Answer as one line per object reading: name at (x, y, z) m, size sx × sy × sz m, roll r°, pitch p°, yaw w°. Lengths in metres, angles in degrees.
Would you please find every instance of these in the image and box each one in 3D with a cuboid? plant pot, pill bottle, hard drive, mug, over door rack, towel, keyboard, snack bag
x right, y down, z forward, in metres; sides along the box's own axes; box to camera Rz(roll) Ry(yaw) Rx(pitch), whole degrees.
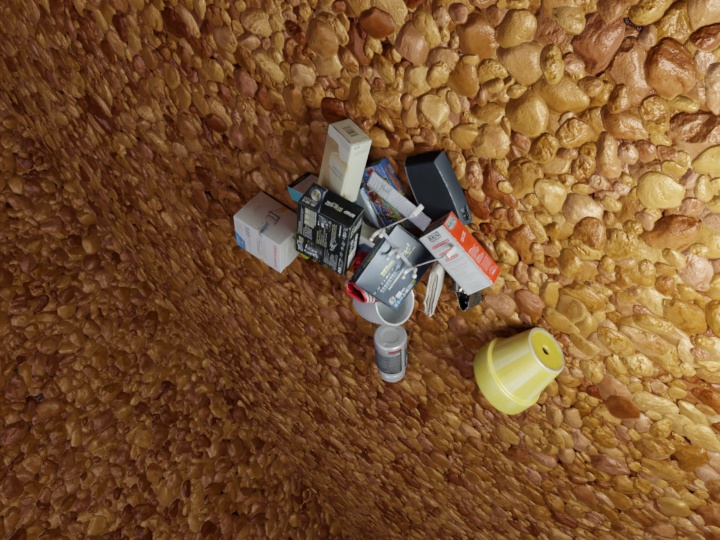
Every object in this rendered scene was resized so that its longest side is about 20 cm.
plant pot at (0.437, 0.255, 1.669) m, size 0.201 × 0.201 × 0.189 m, roll 44°, pitch 131°, yaw -2°
pill bottle at (0.104, 0.282, 2.106) m, size 0.112 × 0.114 × 0.202 m, roll 24°, pitch 142°, yaw 25°
hard drive at (0.190, -0.195, 1.549) m, size 0.133 × 0.042 × 0.202 m, roll 1°, pitch 128°, yaw 46°
mug at (0.039, 0.078, 1.902) m, size 0.198 × 0.150 × 0.174 m, roll 31°, pitch 163°, yaw -28°
over door rack at (0.121, -0.061, 1.551) m, size 0.148 × 0.067 × 0.199 m, roll 49°, pitch 142°, yaw -11°
towel at (0.207, 0.023, 1.692) m, size 0.034 × 0.134 × 0.202 m, roll 16°, pitch 141°, yaw 10°
keyboard at (0.100, -0.180, 1.620) m, size 0.199 × 0.011 × 0.056 m, roll 40°, pitch 152°, yaw 7°
snack bag at (-0.011, -0.159, 1.787) m, size 0.199 × 0.021 × 0.191 m, roll 17°, pitch 140°, yaw 54°

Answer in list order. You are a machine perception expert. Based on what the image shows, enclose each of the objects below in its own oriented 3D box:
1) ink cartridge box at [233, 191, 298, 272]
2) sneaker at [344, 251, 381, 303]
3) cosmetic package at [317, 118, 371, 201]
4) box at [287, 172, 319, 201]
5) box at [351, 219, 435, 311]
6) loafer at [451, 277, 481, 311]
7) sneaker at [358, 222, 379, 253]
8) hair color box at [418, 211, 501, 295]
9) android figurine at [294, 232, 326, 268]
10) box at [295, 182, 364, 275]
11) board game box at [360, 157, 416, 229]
ink cartridge box at (-0.296, -0.127, 2.050) m, size 0.198 × 0.145 × 0.149 m, roll 32°, pitch 146°, yaw 16°
sneaker at (0.000, 0.000, 1.766) m, size 0.078 × 0.114 × 0.203 m, roll -45°, pitch 61°, yaw 39°
cosmetic package at (-0.045, -0.281, 1.631) m, size 0.105 × 0.070 × 0.202 m, roll 46°, pitch 141°, yaw 28°
box at (-0.120, -0.214, 1.781) m, size 0.199 × 0.082 × 0.050 m, roll 32°, pitch 151°, yaw 42°
box at (0.092, -0.011, 1.692) m, size 0.156 × 0.201 × 0.051 m, roll 34°, pitch -172°, yaw -24°
loafer at (0.280, 0.029, 1.676) m, size 0.072 × 0.071 × 0.203 m, roll 8°, pitch 133°, yaw 42°
sneaker at (-0.009, -0.099, 1.754) m, size 0.199 × 0.075 × 0.085 m, roll 37°, pitch 148°, yaw 19°
hair color box at (0.251, -0.041, 1.565) m, size 0.200 × 0.061 × 0.101 m, roll 47°, pitch 143°, yaw -12°
android figurine at (-0.132, -0.067, 1.979) m, size 0.179 × 0.042 × 0.200 m, roll 8°, pitch 154°, yaw 36°
box at (-0.086, -0.109, 1.674) m, size 0.161 × 0.087 × 0.202 m, roll 27°, pitch 144°, yaw 13°
board game box at (0.064, -0.200, 1.684) m, size 0.134 × 0.034 × 0.202 m, roll -4°, pitch 125°, yaw 49°
